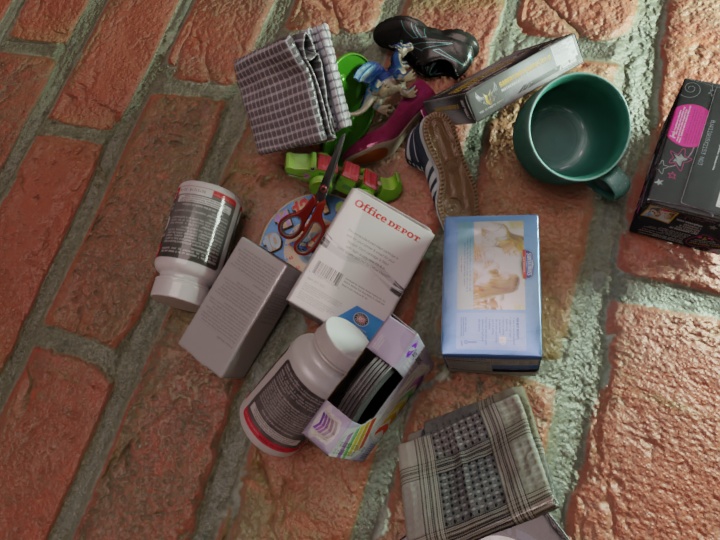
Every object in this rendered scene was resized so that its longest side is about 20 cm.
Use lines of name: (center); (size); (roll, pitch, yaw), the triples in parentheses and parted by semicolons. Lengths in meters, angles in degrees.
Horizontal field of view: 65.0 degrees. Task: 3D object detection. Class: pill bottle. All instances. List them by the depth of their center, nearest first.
pill bottle: (-0.074, 0.160, 0.796); (0.200, 0.110, 0.111); (-49, 64, 23)
pill bottle: (-0.279, -0.039, 0.957); (0.113, 0.114, 0.201); (7, 72, 17)

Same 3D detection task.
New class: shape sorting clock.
shape sorting clock: (-0.078, -0.037, 0.946); (0.199, 0.039, 0.201); (-5, 69, 13)

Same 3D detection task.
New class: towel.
towel: (0.136, 0.243, 0.713); (0.192, 0.035, 0.200); (-30, 23, 17)
towel: (-0.115, -0.276, 0.897); (0.199, 0.085, 0.167); (3, 111, 50)

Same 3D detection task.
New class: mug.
mug: (0.311, -0.191, 0.854); (0.151, 0.114, 0.186); (-8, 94, -1)

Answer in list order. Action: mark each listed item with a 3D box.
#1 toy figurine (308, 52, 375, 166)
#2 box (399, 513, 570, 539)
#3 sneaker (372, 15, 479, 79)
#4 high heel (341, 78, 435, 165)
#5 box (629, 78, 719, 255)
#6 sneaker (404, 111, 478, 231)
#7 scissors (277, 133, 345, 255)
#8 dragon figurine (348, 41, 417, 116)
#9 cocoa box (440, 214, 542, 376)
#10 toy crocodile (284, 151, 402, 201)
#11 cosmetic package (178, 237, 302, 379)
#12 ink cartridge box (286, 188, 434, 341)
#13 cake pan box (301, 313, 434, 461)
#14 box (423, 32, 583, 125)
toy figurine: (-0.091, -0.290, 1.014); (0.183, 0.150, 0.201); (19, 101, 33)
box: (0.158, 0.365, 0.714); (0.200, 0.086, 0.164); (-37, 67, -1)
sneaker: (0.107, -0.396, 1.010); (0.199, 0.075, 0.080); (19, 78, 20)
high heel: (0.045, -0.255, 0.973); (0.199, 0.067, 0.096); (-27, 76, -2)
box: (0.485, -0.144, 0.800); (0.131, 0.115, 0.201); (19, 77, 19)
sneaker: (0.129, -0.150, 0.922); (0.070, 0.108, 0.201); (-17, 99, -12)
scissors: (-0.058, -0.115, 0.896); (0.073, 0.014, 0.200); (37, 103, -2)
dragon figurine: (0.027, -0.312, 0.953); (0.200, 0.059, 0.099); (-37, 50, -14)
cocoa box: (0.185, 0.037, 0.801); (0.132, 0.131, 0.201); (-1, 71, 14)
toy crocodile: (-0.027, -0.154, 0.929); (0.199, 0.062, 0.068); (16, 52, -16)
cosmetic package: (-0.189, 0.061, 0.905); (0.101, 0.071, 0.201); (31, 90, 22)
ink cartridge box: (0.000, 0.000, 0.867); (0.146, 0.086, 0.201); (30, 78, 2)
cake pan box: (0.019, 0.165, 0.761); (0.052, 0.200, 0.185); (32, 79, 23)
box: (0.218, -0.295, 0.889); (0.199, 0.158, 0.049); (-30, 109, -8)
